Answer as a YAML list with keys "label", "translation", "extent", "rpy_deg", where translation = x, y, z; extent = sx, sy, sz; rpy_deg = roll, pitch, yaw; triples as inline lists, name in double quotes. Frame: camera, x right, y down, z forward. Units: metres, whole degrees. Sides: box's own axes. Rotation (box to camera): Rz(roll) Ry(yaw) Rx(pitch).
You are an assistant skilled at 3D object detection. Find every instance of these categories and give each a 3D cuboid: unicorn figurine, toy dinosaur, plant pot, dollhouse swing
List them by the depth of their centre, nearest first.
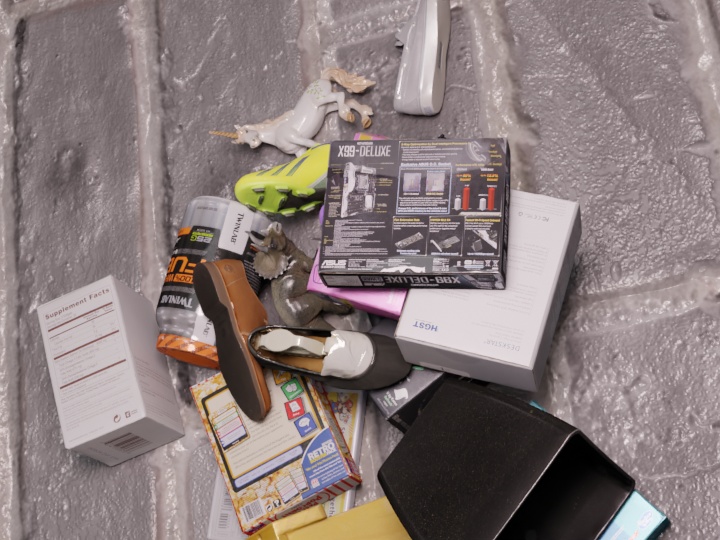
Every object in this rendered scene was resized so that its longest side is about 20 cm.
- label: "plant pot"
  translation: [0.138, 0.230, 1.356]
  extent: [0.177, 0.200, 0.200]
  rpy_deg: [35, 86, 37]
- label: "dollhouse swing"
  translation: [-0.022, 0.377, 1.480]
  extent: [0.182, 0.175, 0.201]
  rpy_deg: [-40, 68, 47]
- label: "toy dinosaur"
  translation: [-0.074, 0.026, 1.605]
  extent: [0.102, 0.077, 0.201]
  rpy_deg: [-23, 102, -19]
- label: "unicorn figurine"
  translation: [-0.077, -0.192, 1.704]
  extent: [0.137, 0.074, 0.200]
  rpy_deg: [36, 70, 27]

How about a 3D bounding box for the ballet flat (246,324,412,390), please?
- label: "ballet flat"
  translation: [-0.042, 0.095, 1.449]
  extent: [0.199, 0.068, 0.068]
  rpy_deg: [3, 74, 24]

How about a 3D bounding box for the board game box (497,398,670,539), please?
- label: "board game box"
  translation: [0.221, 0.268, 1.438]
  extent: [0.151, 0.047, 0.200]
  rpy_deg: [-48, 63, 0]

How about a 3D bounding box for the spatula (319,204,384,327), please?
- label: "spatula"
  translation: [0.000, 0.000, 1.579]
  extent: [0.056, 0.021, 0.201]
  rpy_deg: [-22, 68, 8]

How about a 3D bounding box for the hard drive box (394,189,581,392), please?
- label: "hard drive box"
  translation: [0.143, 0.013, 1.403]
  extent: [0.155, 0.077, 0.201]
  rpy_deg: [13, 68, 18]

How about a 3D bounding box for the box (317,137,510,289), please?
- label: "box"
  translation: [0.059, -0.062, 1.380]
  extent: [0.199, 0.050, 0.159]
  rpy_deg: [0, 69, 12]

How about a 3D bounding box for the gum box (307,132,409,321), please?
- label: "gum box"
  translation: [0.027, -0.053, 1.457]
  extent: [0.113, 0.066, 0.201]
  rpy_deg: [15, 82, 15]

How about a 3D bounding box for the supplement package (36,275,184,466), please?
- label: "supplement package"
  translation: [-0.321, 0.129, 1.645]
  extent: [0.117, 0.117, 0.201]
  rpy_deg: [-23, 65, 11]

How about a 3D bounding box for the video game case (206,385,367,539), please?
- label: "video game case"
  translation: [-0.090, 0.239, 1.576]
  extent: [0.181, 0.023, 0.201]
  rpy_deg: [1, 71, 20]

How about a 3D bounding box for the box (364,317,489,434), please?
- label: "box"
  translation: [0.097, 0.090, 1.504]
  extent: [0.200, 0.122, 0.106]
  rpy_deg: [-39, 63, 4]

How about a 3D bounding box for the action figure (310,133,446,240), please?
- label: "action figure"
  translation: [0.041, -0.072, 1.546]
  extent: [0.199, 0.102, 0.119]
  rpy_deg: [-33, 70, 9]

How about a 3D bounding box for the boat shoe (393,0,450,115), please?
- label: "boat shoe"
  translation: [0.077, -0.298, 1.685]
  extent: [0.068, 0.072, 0.201]
  rpy_deg: [0, 81, 19]

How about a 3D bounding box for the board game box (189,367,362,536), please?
- label: "board game box"
  translation: [-0.105, 0.198, 1.557]
  extent: [0.151, 0.046, 0.201]
  rpy_deg: [-28, 64, 9]

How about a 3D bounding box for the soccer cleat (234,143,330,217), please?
- label: "soccer cleat"
  translation: [-0.067, -0.121, 1.626]
  extent: [0.199, 0.065, 0.084]
  rpy_deg: [-9, 60, -18]

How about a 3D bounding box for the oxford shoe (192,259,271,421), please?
- label: "oxford shoe"
  translation: [-0.136, 0.080, 1.542]
  extent: [0.071, 0.071, 0.201]
  rpy_deg: [-22, 83, 53]

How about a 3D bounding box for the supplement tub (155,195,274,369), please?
- label: "supplement tub"
  translation: [-0.187, 0.017, 1.633]
  extent: [0.122, 0.123, 0.201]
  rpy_deg: [8, 74, 22]
